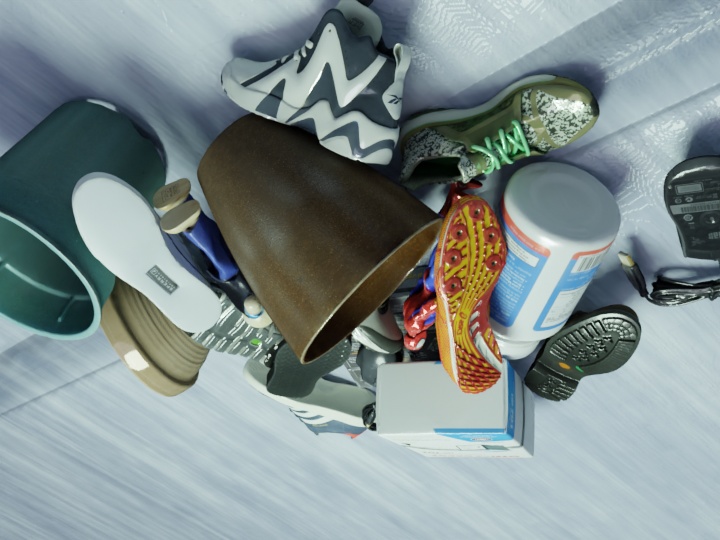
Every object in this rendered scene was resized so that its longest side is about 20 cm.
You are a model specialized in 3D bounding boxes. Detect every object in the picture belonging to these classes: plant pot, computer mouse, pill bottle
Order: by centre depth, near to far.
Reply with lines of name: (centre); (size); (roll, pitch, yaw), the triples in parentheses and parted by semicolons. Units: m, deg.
plant pot: (-0.055, -0.049, 0.756); (0.200, 0.187, 0.187); (45, 139, 10)
computer mouse: (0.310, -0.039, 0.759); (0.140, 0.046, 0.200); (-9, 136, 35)
pill bottle: (0.171, -0.001, 0.799); (0.111, 0.113, 0.201); (18, 138, 2)
plant pot: (-0.319, -0.065, 0.855); (0.199, 0.197, 0.201); (15, 142, 12)
plant pot: (-0.238, 0.045, 0.981); (0.092, 0.201, 0.201); (-29, 124, 7)
computer mouse: (0.020, 0.154, 1.008); (0.058, 0.034, 0.201); (11, 139, 9)

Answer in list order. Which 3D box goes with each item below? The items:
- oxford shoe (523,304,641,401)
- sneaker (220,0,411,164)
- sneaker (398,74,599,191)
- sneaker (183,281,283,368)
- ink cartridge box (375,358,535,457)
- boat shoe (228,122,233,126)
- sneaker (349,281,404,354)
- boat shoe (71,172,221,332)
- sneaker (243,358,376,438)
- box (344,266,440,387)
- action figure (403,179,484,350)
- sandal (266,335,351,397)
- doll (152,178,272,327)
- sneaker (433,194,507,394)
oxford shoe: (0.241, 0.071, 0.864); (0.072, 0.085, 0.200); (32, 153, -1)
sneaker: (-0.036, -0.190, 0.717); (0.199, 0.079, 0.130); (33, 110, 35)
sneaker: (0.118, -0.109, 0.722); (0.199, 0.089, 0.077); (-13, 129, 32)
sneaker: (-0.149, 0.044, 0.965); (0.075, 0.116, 0.200); (-42, 129, 17)
ink cartridge box: (0.118, 0.166, 0.933); (0.145, 0.087, 0.200); (-5, 158, 20)
boat shoe: (-0.117, -0.069, 0.880); (0.071, 0.061, 0.203); (9, 137, 13)
sneaker: (0.000, 0.000, 0.863); (0.079, 0.074, 0.201); (-23, 100, 22)
boat shoe: (-0.213, -0.023, 0.801); (0.071, 0.070, 0.200); (-39, 123, 1)
sneaker: (-0.077, 0.186, 1.123); (0.199, 0.075, 0.085); (25, 134, -5)
box: (0.057, 0.072, 0.968); (0.199, 0.049, 0.159); (-8, 132, 28)
action figure: (0.083, 0.003, 0.832); (0.051, 0.066, 0.201); (14, 121, -11)
sandal: (-0.067, 0.094, 0.909); (0.075, 0.048, 0.201); (12, 151, -17)
doll: (-0.139, -0.009, 0.830); (0.048, 0.137, 0.200); (-31, 134, 0)
sneaker: (0.094, 0.022, 0.761); (0.072, 0.077, 0.202); (-9, 116, -17)
